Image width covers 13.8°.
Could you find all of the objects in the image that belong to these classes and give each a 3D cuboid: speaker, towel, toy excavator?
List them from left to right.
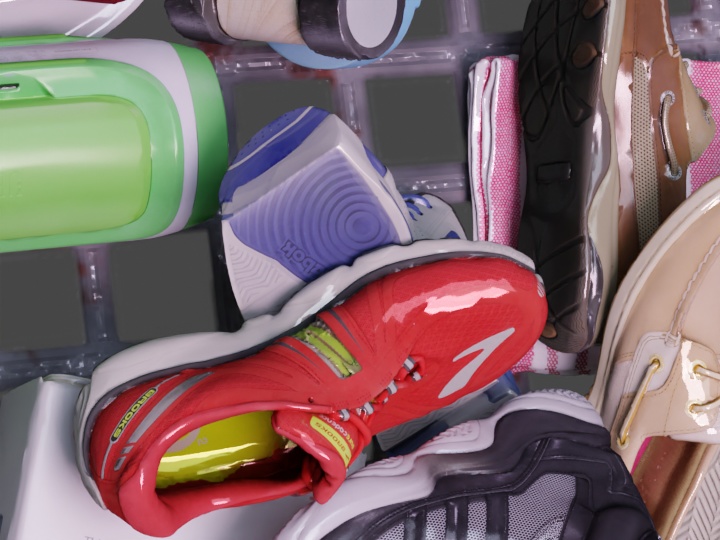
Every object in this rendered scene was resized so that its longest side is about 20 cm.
[{"bbox_3d":[-0.159,-0.049,1.228,0.199,0.088,0.089,-5,83,-20],"label":"speaker"},{"bbox_3d":[0.014,-0.188,1.309,0.199,0.099,0.196,-7,102,-53],"label":"toy excavator"},{"bbox_3d":[0.145,-0.027,1.363,0.199,0.030,0.147,-1,83,-20],"label":"towel"}]

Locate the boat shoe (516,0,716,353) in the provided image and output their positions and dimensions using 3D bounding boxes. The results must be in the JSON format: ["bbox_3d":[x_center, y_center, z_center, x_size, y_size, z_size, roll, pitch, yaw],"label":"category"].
[{"bbox_3d":[0.115,-0.063,1.309,0.073,0.076,0.202,4,92,-26],"label":"boat shoe"}]

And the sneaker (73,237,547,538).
[{"bbox_3d":[-0.012,0.055,1.157,0.199,0.085,0.077,-22,124,-8],"label":"sneaker"}]

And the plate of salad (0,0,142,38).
[{"bbox_3d":[-0.167,-0.183,1.266,0.199,0.048,0.202,0,91,-15],"label":"plate of salad"}]

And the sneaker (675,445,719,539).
[{"bbox_3d":[0.196,0.044,1.332,0.084,0.075,0.201,7,114,-51],"label":"sneaker"}]

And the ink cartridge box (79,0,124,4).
[{"bbox_3d":[-0.182,-0.192,1.194,0.199,0.083,0.147,4,90,-16],"label":"ink cartridge box"}]

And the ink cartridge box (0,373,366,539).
[{"bbox_3d":[-0.090,0.156,1.219,0.144,0.087,0.201,14,79,-18],"label":"ink cartridge box"}]

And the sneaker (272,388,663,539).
[{"bbox_3d":[0.048,0.126,1.173,0.199,0.076,0.114,-26,57,-32],"label":"sneaker"}]

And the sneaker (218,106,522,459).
[{"bbox_3d":[0.000,0.000,1.255,0.080,0.115,0.200,-29,128,10],"label":"sneaker"}]

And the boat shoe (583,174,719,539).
[{"bbox_3d":[0.139,0.054,1.272,0.073,0.069,0.201,-4,126,-42],"label":"boat shoe"}]
